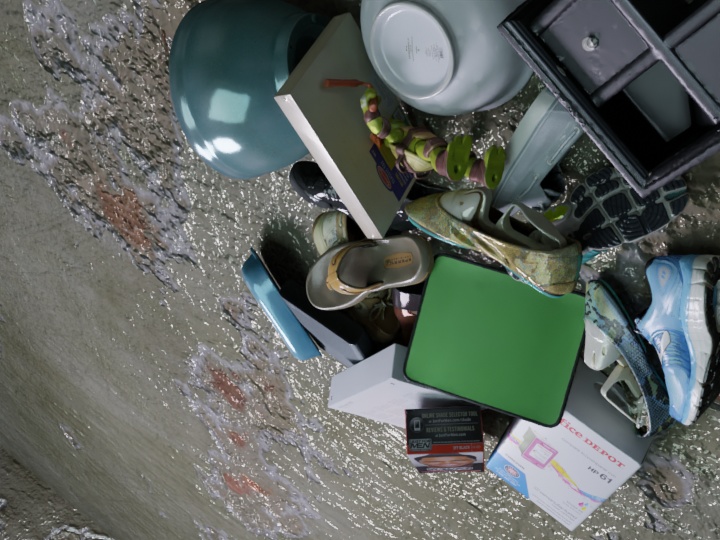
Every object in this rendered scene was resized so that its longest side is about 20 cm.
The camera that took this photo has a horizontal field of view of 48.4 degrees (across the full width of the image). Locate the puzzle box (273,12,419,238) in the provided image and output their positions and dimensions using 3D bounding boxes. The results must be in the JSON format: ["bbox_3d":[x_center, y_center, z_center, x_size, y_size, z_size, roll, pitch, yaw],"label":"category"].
[{"bbox_3d":[-0.002,-0.150,0.857,0.025,0.134,0.201,1,138,39],"label":"puzzle box"}]

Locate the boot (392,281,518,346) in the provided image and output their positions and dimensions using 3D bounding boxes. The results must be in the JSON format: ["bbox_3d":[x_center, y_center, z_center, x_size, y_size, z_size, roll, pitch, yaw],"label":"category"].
[{"bbox_3d":[0.130,0.101,1.053,0.185,0.069,0.202,9,137,19],"label":"boot"}]

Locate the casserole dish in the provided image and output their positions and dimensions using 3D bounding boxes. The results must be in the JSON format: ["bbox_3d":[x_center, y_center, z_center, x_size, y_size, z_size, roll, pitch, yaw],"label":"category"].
[{"bbox_3d":[-0.125,0.058,1.219,0.202,0.038,0.121,59,175,-17],"label":"casserole dish"}]

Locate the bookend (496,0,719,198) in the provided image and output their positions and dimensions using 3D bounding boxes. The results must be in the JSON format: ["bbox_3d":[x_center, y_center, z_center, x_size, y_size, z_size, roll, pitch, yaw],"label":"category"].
[{"bbox_3d":[0.253,-0.199,0.647,0.199,0.092,0.200,48,141,-3],"label":"bookend"}]

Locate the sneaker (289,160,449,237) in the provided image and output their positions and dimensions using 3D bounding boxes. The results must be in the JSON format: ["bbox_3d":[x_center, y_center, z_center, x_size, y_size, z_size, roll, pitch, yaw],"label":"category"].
[{"bbox_3d":[0.006,-0.104,0.989,0.198,0.060,0.105,33,143,7],"label":"sneaker"}]

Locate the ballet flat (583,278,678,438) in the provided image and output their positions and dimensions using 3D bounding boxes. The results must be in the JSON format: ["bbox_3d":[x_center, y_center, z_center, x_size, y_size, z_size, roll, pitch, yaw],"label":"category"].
[{"bbox_3d":[0.290,0.106,0.895,0.074,0.074,0.201,-20,108,49],"label":"ballet flat"}]

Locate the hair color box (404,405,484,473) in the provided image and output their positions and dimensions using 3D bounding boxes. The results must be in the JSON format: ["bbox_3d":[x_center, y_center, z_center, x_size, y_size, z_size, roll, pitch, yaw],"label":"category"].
[{"bbox_3d":[0.118,0.233,1.086,0.100,0.062,0.200,-4,158,8],"label":"hair color box"}]

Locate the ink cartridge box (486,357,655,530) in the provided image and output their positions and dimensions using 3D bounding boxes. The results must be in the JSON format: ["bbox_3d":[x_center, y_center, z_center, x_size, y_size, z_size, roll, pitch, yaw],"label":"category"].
[{"bbox_3d":[0.265,0.219,1.017,0.144,0.085,0.201,34,139,14],"label":"ink cartridge box"}]

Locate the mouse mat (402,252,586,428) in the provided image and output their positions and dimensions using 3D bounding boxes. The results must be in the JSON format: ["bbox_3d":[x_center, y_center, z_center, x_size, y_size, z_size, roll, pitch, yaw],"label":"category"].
[{"bbox_3d":[0.159,0.081,0.944,0.197,0.008,0.164,17,96,14],"label":"mouse mat"}]

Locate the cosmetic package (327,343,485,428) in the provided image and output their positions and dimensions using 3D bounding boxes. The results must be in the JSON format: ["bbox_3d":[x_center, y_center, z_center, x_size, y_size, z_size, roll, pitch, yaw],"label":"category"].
[{"bbox_3d":[0.063,0.164,1.091,0.149,0.053,0.200,17,154,-22],"label":"cosmetic package"}]

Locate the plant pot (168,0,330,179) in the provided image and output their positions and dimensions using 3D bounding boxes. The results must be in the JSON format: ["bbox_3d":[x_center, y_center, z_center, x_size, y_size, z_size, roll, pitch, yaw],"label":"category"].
[{"bbox_3d":[-0.092,-0.208,0.879,0.132,0.201,0.203,-2,123,36],"label":"plant pot"}]

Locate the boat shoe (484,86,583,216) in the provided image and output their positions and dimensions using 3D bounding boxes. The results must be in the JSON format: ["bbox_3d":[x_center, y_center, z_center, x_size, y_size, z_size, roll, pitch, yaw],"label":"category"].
[{"bbox_3d":[0.178,-0.097,0.825,0.071,0.070,0.202,36,140,13],"label":"boat shoe"}]

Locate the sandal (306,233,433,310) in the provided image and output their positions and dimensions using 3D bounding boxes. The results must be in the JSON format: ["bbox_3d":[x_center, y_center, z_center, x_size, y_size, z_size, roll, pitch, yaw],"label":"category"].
[{"bbox_3d":[0.000,0.000,0.991,0.198,0.054,0.082,-15,86,39],"label":"sandal"}]

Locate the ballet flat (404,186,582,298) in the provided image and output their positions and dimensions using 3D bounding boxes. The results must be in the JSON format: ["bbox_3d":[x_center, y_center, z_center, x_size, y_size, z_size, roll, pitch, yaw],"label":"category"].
[{"bbox_3d":[0.134,-0.046,0.800,0.199,0.070,0.071,31,141,27],"label":"ballet flat"}]

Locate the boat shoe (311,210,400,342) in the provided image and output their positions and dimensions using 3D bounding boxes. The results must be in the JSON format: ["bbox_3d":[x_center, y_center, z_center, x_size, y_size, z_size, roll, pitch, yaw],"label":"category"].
[{"bbox_3d":[0.005,0.010,1.076,0.062,0.073,0.202,-10,118,48],"label":"boat shoe"}]

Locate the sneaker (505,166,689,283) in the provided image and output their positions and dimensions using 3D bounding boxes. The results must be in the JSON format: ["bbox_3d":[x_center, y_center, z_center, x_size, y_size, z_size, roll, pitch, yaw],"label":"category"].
[{"bbox_3d":[0.238,-0.049,0.817,0.198,0.079,0.079,-27,73,34],"label":"sneaker"}]

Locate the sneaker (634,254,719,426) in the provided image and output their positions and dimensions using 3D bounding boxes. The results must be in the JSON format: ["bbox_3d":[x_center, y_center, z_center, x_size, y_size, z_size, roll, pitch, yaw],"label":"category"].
[{"bbox_3d":[0.336,0.068,0.840,0.089,0.078,0.203,17,126,45],"label":"sneaker"}]

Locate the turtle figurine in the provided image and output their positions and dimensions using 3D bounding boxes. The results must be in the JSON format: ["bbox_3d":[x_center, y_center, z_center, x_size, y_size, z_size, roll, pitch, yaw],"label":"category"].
[{"bbox_3d":[0.059,-0.128,0.813,0.199,0.065,0.161,26,-176,-40],"label":"turtle figurine"}]

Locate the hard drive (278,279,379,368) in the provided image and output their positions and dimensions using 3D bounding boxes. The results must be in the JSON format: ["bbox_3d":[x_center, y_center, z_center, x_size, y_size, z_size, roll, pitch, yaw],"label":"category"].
[{"bbox_3d":[-0.031,0.094,1.144,0.139,0.033,0.201,33,166,25],"label":"hard drive"}]

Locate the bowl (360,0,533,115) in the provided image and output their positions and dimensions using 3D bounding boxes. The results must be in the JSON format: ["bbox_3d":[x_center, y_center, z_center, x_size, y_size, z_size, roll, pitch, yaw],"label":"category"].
[{"bbox_3d":[0.071,-0.232,0.788,0.199,0.090,0.203,25,138,24],"label":"bowl"}]
